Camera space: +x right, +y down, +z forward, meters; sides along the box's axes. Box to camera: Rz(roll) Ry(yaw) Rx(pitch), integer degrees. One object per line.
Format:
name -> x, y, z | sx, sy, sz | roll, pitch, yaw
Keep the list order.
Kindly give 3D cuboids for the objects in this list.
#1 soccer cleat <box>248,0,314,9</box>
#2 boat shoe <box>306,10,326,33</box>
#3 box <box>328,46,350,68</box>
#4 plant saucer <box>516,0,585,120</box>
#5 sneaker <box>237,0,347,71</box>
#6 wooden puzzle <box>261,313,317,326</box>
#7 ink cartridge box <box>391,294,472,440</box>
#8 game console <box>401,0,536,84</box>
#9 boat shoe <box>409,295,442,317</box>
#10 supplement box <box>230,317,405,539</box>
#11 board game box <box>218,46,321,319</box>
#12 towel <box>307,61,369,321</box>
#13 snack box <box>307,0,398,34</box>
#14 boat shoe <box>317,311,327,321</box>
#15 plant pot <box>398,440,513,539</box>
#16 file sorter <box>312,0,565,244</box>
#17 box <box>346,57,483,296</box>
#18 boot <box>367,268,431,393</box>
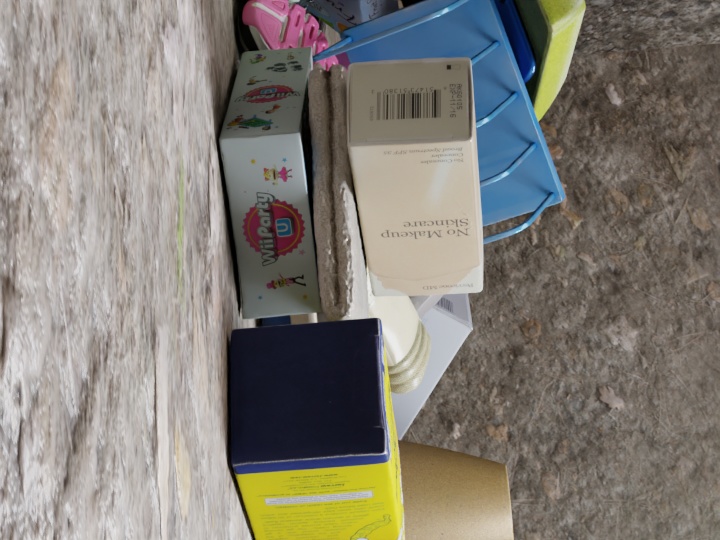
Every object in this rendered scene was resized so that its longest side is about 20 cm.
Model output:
soccer cleat -> -0.061, -0.242, 1.583 | 0.200, 0.081, 0.068 | 77, 9, -73
boat shoe -> -0.052, -0.193, 1.838 | 0.073, 0.064, 0.201 | 89, 0, -85
box -> -0.003, -0.095, 1.804 | 0.200, 0.096, 0.177 | 70, 37, -78
plant saucer -> 0.143, -0.252, 1.630 | 0.200, 0.048, 0.200 | 93, -21, -70
sneaker -> -0.063, -0.162, 1.597 | 0.200, 0.087, 0.074 | 44, 49, -51
wooden puzzle -> -0.055, 0.091, 1.582 | 0.200, 0.046, 0.186 | -109, -166, -80
ink cartridge box -> 0.028, 0.087, 1.922 | 0.200, 0.084, 0.176 | -59, -170, 18
game console -> 0.108, -0.231, 1.680 | 0.171, 0.118, 0.201 | 10, 59, -63
boat shoe -> 0.004, 0.028, 1.745 | 0.093, 0.075, 0.200 | 51, -44, 5
supplement box -> -0.028, 0.133, 1.351 | 0.200, 0.109, 0.109 | 82, 4, -59
board game box -> -0.064, -0.072, 1.441 | 0.200, 0.064, 0.148 | -86, 171, -65
towel -> -0.017, -0.048, 1.401 | 0.133, 0.034, 0.201 | 64, 23, -78
snack box -> -0.037, -0.288, 1.656 | 0.142, 0.053, 0.200 | 40, -11, 15
boat shoe -> -0.023, 0.069, 1.700 | 0.066, 0.072, 0.201 | -14, 99, -43
plant pot -> 0.044, 0.237, 1.762 | 0.186, 0.199, 0.187 | -6, 90, -87
file sorter -> 0.061, -0.117, 1.550 | 0.201, 0.138, 0.123 | 68, 25, -10
box -> 0.044, -0.066, 1.396 | 0.200, 0.094, 0.078 | 78, 10, -56
boot -> 0.000, 0.000, 1.611 | 0.156, 0.073, 0.200 | 61, 5, -34
